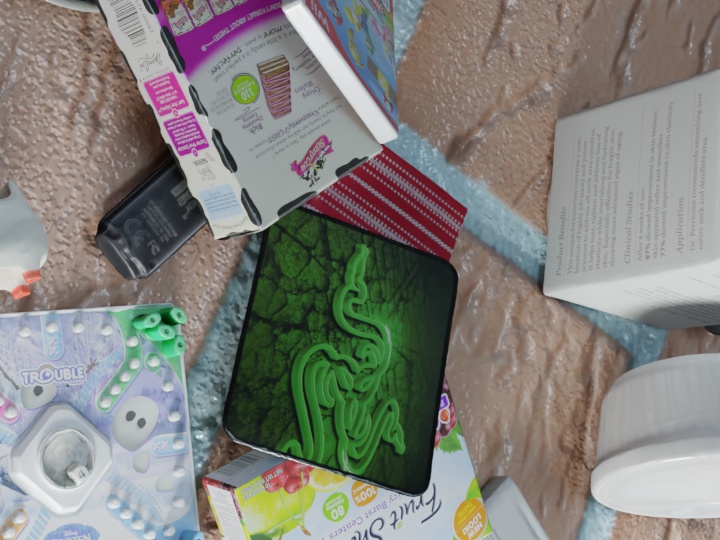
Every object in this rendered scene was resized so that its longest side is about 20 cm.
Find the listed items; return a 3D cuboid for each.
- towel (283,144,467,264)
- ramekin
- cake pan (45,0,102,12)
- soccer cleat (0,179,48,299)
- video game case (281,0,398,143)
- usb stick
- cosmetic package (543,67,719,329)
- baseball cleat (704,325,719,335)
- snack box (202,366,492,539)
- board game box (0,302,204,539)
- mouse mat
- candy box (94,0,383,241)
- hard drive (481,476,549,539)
[{"bbox_3d":[0.000,0.000,1.146,0.144,0.022,0.201,35,64,-28],"label":"towel"},{"bbox_3d":[0.292,0.141,1.240,0.202,0.202,0.095,17,61,-33],"label":"ramekin"},{"bbox_3d":[-0.205,-0.275,1.025,0.200,0.037,0.201,6,80,-36],"label":"cake pan"},{"bbox_3d":[-0.292,-0.007,0.913,0.199,0.069,0.078,-13,75,-37],"label":"soccer cleat"},{"bbox_3d":[-0.014,-0.209,1.087,0.143,0.017,0.201,51,28,-41],"label":"video game case"},{"bbox_3d":[-0.112,-0.070,1.068,0.200,0.033,0.056,-46,113,-31],"label":"usb stick"},{"bbox_3d":[0.285,-0.053,1.250,0.166,0.200,0.168,15,74,-34],"label":"cosmetic package"},{"bbox_3d":[0.405,0.026,1.408,0.200,0.070,0.107,-38,105,-33],"label":"baseball cleat"},{"bbox_3d":[-0.005,0.175,1.084,0.200,0.053,0.143,-27,108,-32],"label":"snack box"},{"bbox_3d":[-0.196,0.126,0.982,0.199,0.026,0.201,-3,86,-36],"label":"board game box"},{"bbox_3d":[-0.010,0.054,1.073,0.160,0.008,0.201,19,60,-15],"label":"mouse mat"},{"bbox_3d":[-0.085,-0.141,1.036,0.136,0.061,0.201,-35,105,-37],"label":"candy box"},{"bbox_3d":[0.087,0.279,1.168,0.200,0.026,0.132,-42,108,-32],"label":"hard drive"}]
